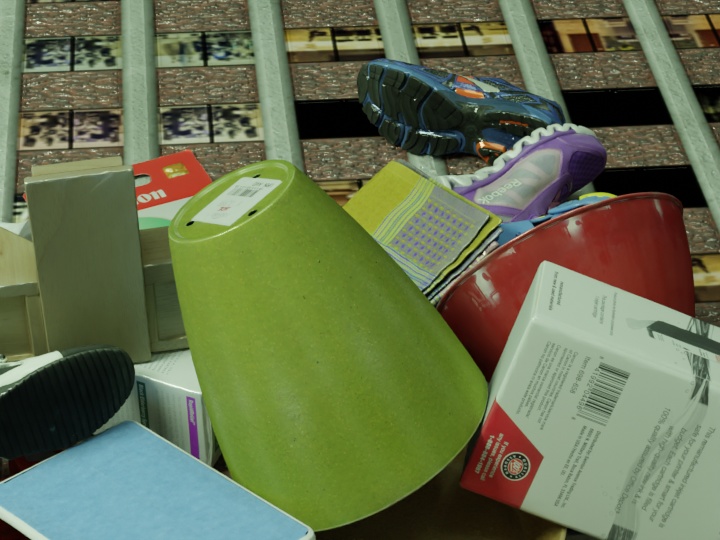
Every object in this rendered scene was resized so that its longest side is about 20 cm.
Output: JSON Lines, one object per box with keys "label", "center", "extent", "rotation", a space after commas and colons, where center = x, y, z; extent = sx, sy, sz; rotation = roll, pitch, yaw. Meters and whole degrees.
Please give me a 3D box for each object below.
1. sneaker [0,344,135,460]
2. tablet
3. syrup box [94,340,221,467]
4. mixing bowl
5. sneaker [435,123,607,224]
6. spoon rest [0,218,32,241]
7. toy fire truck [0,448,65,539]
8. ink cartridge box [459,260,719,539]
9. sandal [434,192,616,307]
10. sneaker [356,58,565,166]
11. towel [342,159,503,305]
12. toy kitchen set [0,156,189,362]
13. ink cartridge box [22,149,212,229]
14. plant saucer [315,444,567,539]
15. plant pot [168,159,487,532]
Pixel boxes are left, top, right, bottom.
{"label": "sneaker", "center": [-0.252, 0.087, 1.274], "extent": [0.199, 0.075, 0.088], "rotation": [-22, 38, -21]}
{"label": "tablet", "center": [-0.138, 0.159, 1.215], "extent": [0.130, 0.014, 0.199], "rotation": [-26, 36, -36]}
{"label": "syrup box", "center": [-0.181, 0.068, 1.376], "extent": [0.199, 0.082, 0.079], "rotation": [16, 42, 16]}
{"label": "mixing bowl", "center": [0.165, 0.042, 1.363], "extent": [0.199, 0.200, 0.109], "rotation": [-16, 69, -21]}
{"label": "sneaker", "center": [0.128, -0.049, 1.546], "extent": [0.199, 0.081, 0.089], "rotation": [-26, 52, -23]}
{"label": "spoon rest", "center": [-0.263, -0.015, 1.476], "extent": [0.199, 0.100, 0.060], "rotation": [13, 11, 35]}
{"label": "toy fire truck", "center": [-0.299, 0.151, 1.293], "extent": [0.199, 0.049, 0.141], "rotation": [-18, 42, -24]}
{"label": "ink cartridge box", "center": [0.185, 0.103, 1.256], "extent": [0.199, 0.145, 0.084], "rotation": [21, 30, 0]}
{"label": "sandal", "center": [0.136, -0.010, 1.457], "extent": [0.199, 0.080, 0.087], "rotation": [-27, 4, -14]}
{"label": "sneaker", "center": [0.090, -0.140, 1.667], "extent": [0.199, 0.076, 0.079], "rotation": [21, 33, 10]}
{"label": "towel", "center": [0.000, 0.000, 1.454], "extent": [0.200, 0.023, 0.143], "rotation": [-40, 45, -12]}
{"label": "toy kitchen set", "center": [-0.207, -0.051, 1.326], "extent": [0.198, 0.164, 0.181], "rotation": [-7, 40, -8]}
{"label": "ink cartridge box", "center": [-0.173, -0.043, 1.544], "extent": [0.160, 0.050, 0.200], "rotation": [-16, 44, -21]}
{"label": "plant saucer", "center": [0.041, 0.173, 1.289], "extent": [0.198, 0.036, 0.201], "rotation": [1, 38, -1]}
{"label": "plant pot", "center": [-0.040, 0.035, 1.246], "extent": [0.186, 0.201, 0.187], "rotation": [-23, 24, 11]}
